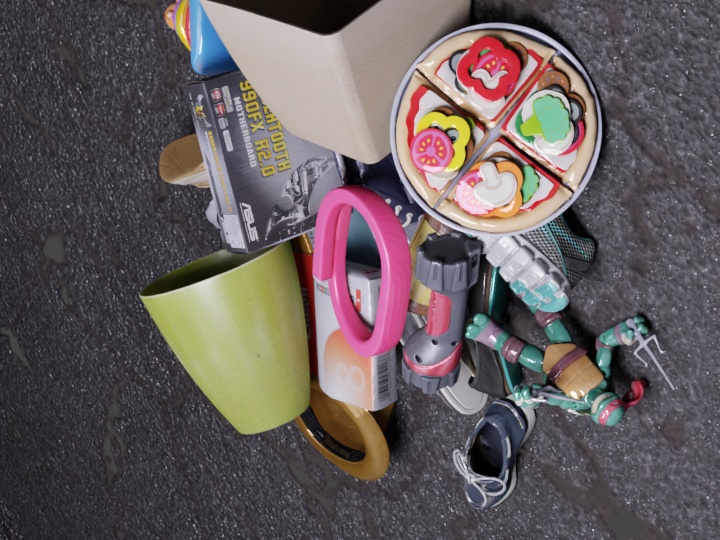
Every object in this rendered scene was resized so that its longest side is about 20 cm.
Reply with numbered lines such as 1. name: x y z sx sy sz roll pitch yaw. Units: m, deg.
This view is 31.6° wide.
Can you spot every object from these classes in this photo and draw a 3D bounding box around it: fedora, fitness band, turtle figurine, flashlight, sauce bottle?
1. fedora: -0.016 0.179 1.652 0.200 0.082 0.201 37 148 27
2. fitness band: 0.000 0.000 1.359 0.144 0.037 0.200 48 145 40
3. turtle figurine: 0.207 0.095 1.277 0.200 0.150 0.101 44 160 32
4. flashlight: 0.077 0.044 1.317 0.068 0.068 0.200 31 146 25
5. sauce bottle: 0.095 -0.043 1.345 0.066 0.066 0.200 44 128 23

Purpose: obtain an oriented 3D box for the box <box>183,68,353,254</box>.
1. box: -0.102 -0.137 1.457 0.048 0.158 0.200 5 112 53

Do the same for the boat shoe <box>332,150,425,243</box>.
1. boat shoe: 0.034 -0.075 1.401 0.075 0.093 0.200 -9 106 54

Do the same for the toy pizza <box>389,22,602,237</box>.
1. toy pizza: 0.124 -0.131 1.190 0.200 0.032 0.201 1 96 11

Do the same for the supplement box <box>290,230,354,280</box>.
1. supplement box: -0.041 0.014 1.588 0.066 0.069 0.200 -8 105 51

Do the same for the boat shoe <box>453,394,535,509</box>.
1. boat shoe: 0.151 0.223 1.496 0.075 0.062 0.200 43 143 20

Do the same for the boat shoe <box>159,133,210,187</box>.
1. boat shoe: -0.163 -0.149 1.620 0.200 0.069 0.074 -8 76 33

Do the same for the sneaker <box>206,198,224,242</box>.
1. sneaker: -0.127 -0.048 1.617 0.114 0.075 0.200 42 170 12

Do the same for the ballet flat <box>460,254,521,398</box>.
1. ballet flat: 0.130 0.055 1.385 0.068 0.068 0.200 3 119 22

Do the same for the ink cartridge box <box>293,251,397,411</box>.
1. ink cartridge box: -0.044 0.065 1.514 0.200 0.050 0.163 11 111 39

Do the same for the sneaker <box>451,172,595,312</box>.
1. sneaker: 0.151 -0.054 1.265 0.200 0.091 0.078 48 154 3

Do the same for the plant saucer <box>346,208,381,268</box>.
1. plant saucer: 0.015 -0.011 1.541 0.070 0.019 0.200 -13 104 54

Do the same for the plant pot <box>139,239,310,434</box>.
1. plant pot: -0.136 0.083 1.506 0.187 0.187 0.200 -7 108 54

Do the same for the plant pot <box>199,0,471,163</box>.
1. plant pot: -0.006 -0.227 1.273 0.200 0.200 0.177 25 145 40

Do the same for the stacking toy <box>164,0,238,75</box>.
1. stacking toy: -0.187 -0.300 1.531 0.200 0.110 0.116 22 116 57

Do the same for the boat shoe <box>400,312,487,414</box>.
1. boat shoe: 0.080 0.077 1.472 0.200 0.074 0.060 61 146 4
